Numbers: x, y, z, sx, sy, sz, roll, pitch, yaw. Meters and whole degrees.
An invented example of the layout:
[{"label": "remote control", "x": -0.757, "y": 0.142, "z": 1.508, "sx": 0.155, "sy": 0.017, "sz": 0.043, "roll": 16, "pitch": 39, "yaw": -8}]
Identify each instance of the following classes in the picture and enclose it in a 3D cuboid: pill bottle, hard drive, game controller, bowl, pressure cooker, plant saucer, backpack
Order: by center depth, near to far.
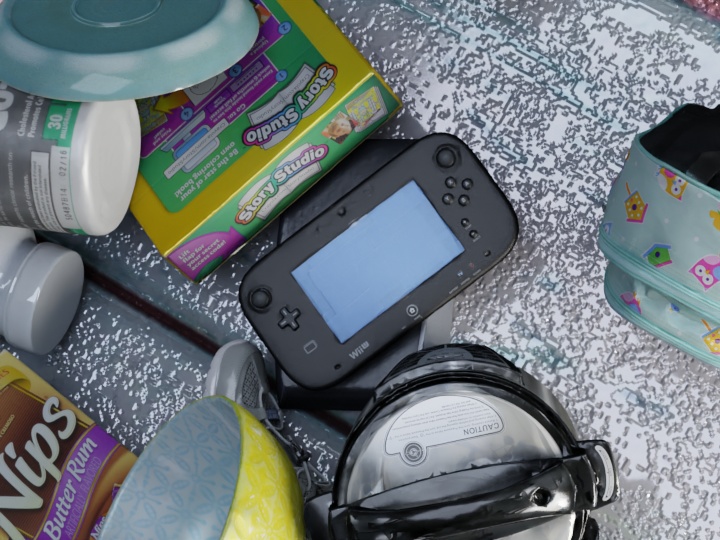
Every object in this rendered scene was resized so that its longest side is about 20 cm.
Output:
[{"label": "pressure cooker", "x": 0.070, "y": 0.148, "z": 1.562, "sx": 0.178, "sy": 0.200, "sz": 0.176, "roll": 35, "pitch": 96, "yaw": 1}, {"label": "backpack", "x": 0.245, "y": -0.021, "z": 1.567, "sx": 0.175, "sy": 0.200, "sz": 0.154, "roll": 30, "pitch": 104, "yaw": 15}, {"label": "bowl", "x": -0.092, "y": 0.196, "z": 1.578, "sx": 0.107, "sy": 0.200, "sz": 0.201, "roll": 28, "pitch": 86, "yaw": -24}, {"label": "game controller", "x": 0.013, "y": -0.006, "z": 1.656, "sx": 0.200, "sy": 0.042, "sz": 0.105, "roll": -37, "pitch": 74, "yaw": 5}, {"label": "pill bottle", "x": -0.265, "y": -0.089, "z": 1.658, "sx": 0.198, "sy": 0.113, "sz": 0.114, "roll": 6, "pitch": 81, "yaw": 14}, {"label": "plant saucer", "x": -0.171, "y": -0.178, "z": 1.658, "sx": 0.199, "sy": 0.200, "sz": 0.028, "roll": 7, "pitch": 123, "yaw": 14}, {"label": "hard drive", "x": 0.000, "y": 0.000, "z": 1.702, "sx": 0.134, "sy": 0.042, "sz": 0.202, "roll": 1, "pitch": 80, "yaw": 13}, {"label": "pill bottle", "x": -0.310, "y": -0.008, "z": 1.740, "sx": 0.199, "sy": 0.112, "sz": 0.113, "roll": 19, "pitch": 85, "yaw": 15}]

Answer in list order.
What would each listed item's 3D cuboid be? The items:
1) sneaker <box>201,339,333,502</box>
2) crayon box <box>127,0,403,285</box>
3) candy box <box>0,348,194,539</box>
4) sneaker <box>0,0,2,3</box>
[{"label": "sneaker", "x": -0.056, "y": 0.145, "z": 1.671, "sx": 0.081, "sy": 0.075, "sz": 0.202, "roll": -14, "pitch": 88, "yaw": 23}, {"label": "crayon box", "x": -0.096, "y": -0.119, "z": 1.714, "sx": 0.200, "sy": 0.058, "sz": 0.173, "roll": -41, "pitch": 56, "yaw": 4}, {"label": "candy box", "x": -0.219, "y": 0.165, "z": 1.686, "sx": 0.200, "sy": 0.057, "sz": 0.117, "roll": 37, "pitch": 69, "yaw": 9}, {"label": "sneaker", "x": -0.241, "y": -0.209, "z": 1.779, "sx": 0.104, "sy": 0.075, "sz": 0.201, "roll": 31, "pitch": 84, "yaw": 22}]
